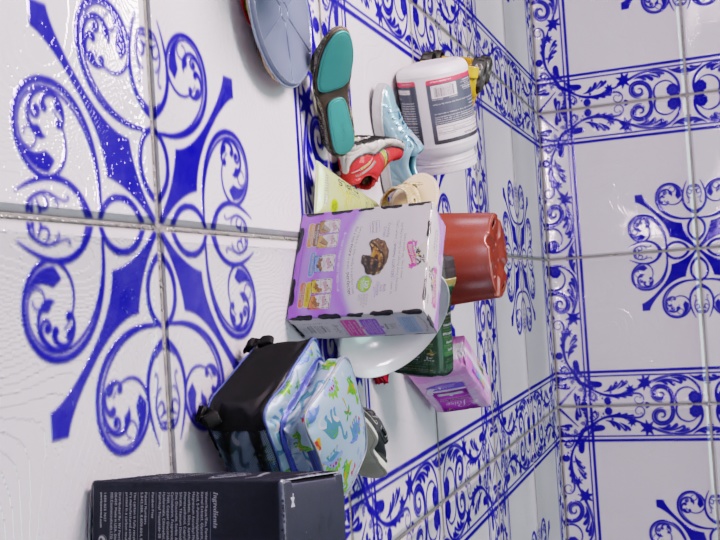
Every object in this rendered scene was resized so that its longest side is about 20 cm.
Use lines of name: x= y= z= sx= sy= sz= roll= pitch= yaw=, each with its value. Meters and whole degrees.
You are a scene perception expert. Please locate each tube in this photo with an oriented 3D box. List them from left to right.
tube: x=-0.026 y=-0.103 z=1.478 sx=0.058 sy=0.052 sz=0.200 roll=52 pitch=12 yaw=22

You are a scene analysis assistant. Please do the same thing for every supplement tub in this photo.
supplement tub: x=0.149 y=-0.296 z=1.857 sx=0.140 sy=0.138 sz=0.203 roll=-47 pitch=129 yaw=-63

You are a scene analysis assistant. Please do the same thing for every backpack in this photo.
backpack: x=-0.076 y=0.201 z=1.139 sx=0.183 sy=0.145 sz=0.202 roll=-57 pitch=141 yaw=-55

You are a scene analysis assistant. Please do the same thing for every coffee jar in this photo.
coffee jar: x=0.105 y=0.071 z=1.622 sx=0.085 sy=0.103 sz=0.203 roll=-9 pitch=102 yaw=-63

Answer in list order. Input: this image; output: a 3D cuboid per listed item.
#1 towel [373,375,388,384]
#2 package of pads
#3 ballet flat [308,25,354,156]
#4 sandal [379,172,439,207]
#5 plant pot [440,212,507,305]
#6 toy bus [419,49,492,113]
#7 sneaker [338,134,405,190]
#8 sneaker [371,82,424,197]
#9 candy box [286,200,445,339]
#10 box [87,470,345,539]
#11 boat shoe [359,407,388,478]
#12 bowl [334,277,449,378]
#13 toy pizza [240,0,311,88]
towel: x=0.024 y=0.072 z=1.615 sx=0.145 sy=0.022 sz=0.202 roll=-71 pitch=150 yaw=-48
package of pads: x=0.167 y=0.198 z=1.836 sx=0.200 sy=0.119 sz=0.077 roll=55 pitch=31 yaw=-54
ballet flat: x=-0.047 y=-0.265 z=1.417 sx=0.067 sy=0.075 sz=0.202 roll=-22 pitch=129 yaw=-25
sandal: x=0.062 y=-0.097 z=1.520 sx=0.213 sy=0.077 sz=0.070 roll=-55 pitch=154 yaw=-29
plant pot: x=0.154 y=-0.020 z=1.738 sx=0.200 sy=0.192 sz=0.204 roll=-5 pitch=90 yaw=-69
toy bus: x=0.195 y=-0.357 z=2.034 sx=0.200 sy=0.134 sz=0.195 roll=-44 pitch=140 yaw=-67
sneaker: x=0.012 y=-0.175 z=1.583 sx=0.199 sy=0.076 sz=0.086 roll=-22 pitch=117 yaw=-62
sneaker: x=0.073 y=-0.234 z=1.722 sx=0.074 sy=0.081 sz=0.203 roll=-45 pitch=128 yaw=-65
candy box: x=0.011 y=0.002 z=1.337 sx=0.072 sy=0.197 sz=0.170 roll=54 pitch=38 yaw=-54
box: x=-0.129 y=0.243 z=0.906 sx=0.148 sy=0.197 sz=0.106 roll=22 pitch=66 yaw=-67
boat shoe: x=0.004 y=0.239 z=1.452 sx=0.200 sy=0.073 sz=0.067 roll=62 pitch=29 yaw=-49
bowl: x=0.030 y=0.057 z=1.471 sx=0.090 sy=0.200 sz=0.202 roll=47 pitch=-7 yaw=38
toy pizza: x=-0.115 y=-0.345 z=1.304 sx=0.200 sy=0.031 sz=0.203 roll=-5 pitch=90 yaw=-71
